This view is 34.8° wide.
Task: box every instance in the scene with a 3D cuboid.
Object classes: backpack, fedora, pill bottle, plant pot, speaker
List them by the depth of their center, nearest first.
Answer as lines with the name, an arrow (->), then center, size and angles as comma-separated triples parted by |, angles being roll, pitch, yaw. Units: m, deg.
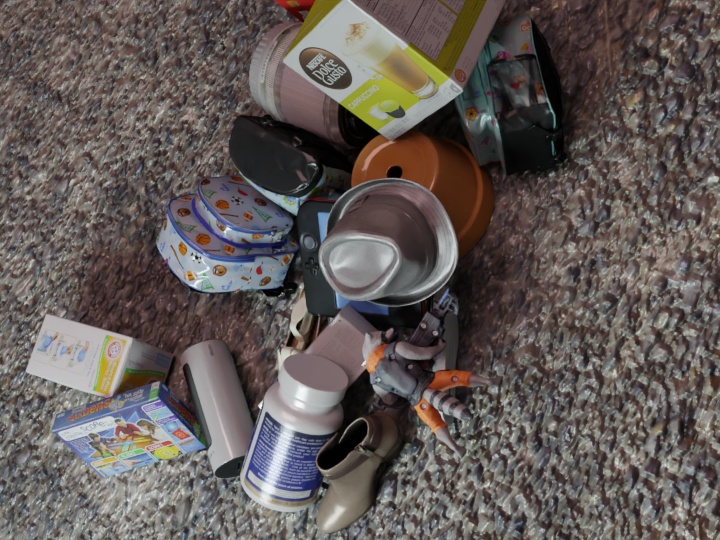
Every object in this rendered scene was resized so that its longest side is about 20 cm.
fedora -> 0.021, -0.024, 1.520 | 0.199, 0.090, 0.178 | -10, 105, 36
pill bottle -> -0.089, 0.223, 1.592 | 0.115, 0.115, 0.201 | 35, 119, 32
backpack -> 0.208, -0.253, 1.619 | 0.152, 0.176, 0.202 | -5, 67, 14
plant pot -> 0.077, -0.116, 1.663 | 0.199, 0.140, 0.202 | -9, 69, 24
backpack -> -0.089, -0.148, 1.723 | 0.163, 0.200, 0.155 | 30, 111, 23
speaker -> -0.209, 0.209, 1.738 | 0.081, 0.081, 0.201 | -30, 62, 16
backpack -> -0.206, -0.050, 1.747 | 0.200, 0.190, 0.155 | 42, 131, 33

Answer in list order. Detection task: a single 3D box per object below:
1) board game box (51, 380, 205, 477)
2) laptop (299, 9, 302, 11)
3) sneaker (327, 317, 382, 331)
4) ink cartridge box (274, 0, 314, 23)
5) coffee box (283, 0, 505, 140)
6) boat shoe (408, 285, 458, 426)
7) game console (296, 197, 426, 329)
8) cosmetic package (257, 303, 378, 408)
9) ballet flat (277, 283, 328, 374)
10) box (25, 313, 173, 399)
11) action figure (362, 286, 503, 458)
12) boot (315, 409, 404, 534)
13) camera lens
board game box -> -0.353, 0.246, 1.766 | 0.199, 0.136, 0.035 | -18, 41, 20
laptop -> -0.027, -0.464, 1.793 | 0.176, 0.200, 0.104 | 1, 80, 18
sneaker -> 0.000, 0.000, 1.680 | 0.081, 0.070, 0.202 | 7, 107, 27
ink cartridge box -> -0.015, -0.384, 1.790 | 0.199, 0.161, 0.051 | -2, 75, 29
coffee box -> 0.048, -0.335, 1.548 | 0.199, 0.197, 0.201 | -27, 33, 58
boat shoe -> 0.095, 0.120, 1.612 | 0.070, 0.072, 0.202 | -2, 74, 23
game console -> 0.000, -0.011, 1.612 | 0.199, 0.031, 0.178 | 7, 107, 32
cosmetic package -> -0.054, 0.146, 1.646 | 0.082, 0.051, 0.200 | 40, 114, -3
ballet flat -> -0.091, 0.107, 1.717 | 0.068, 0.067, 0.202 | 6, 76, 30
box -> -0.418, 0.149, 1.845 | 0.199, 0.112, 0.102 | 11, 78, 34
action figure -> 0.088, 0.125, 1.527 | 0.193, 0.104, 0.201 | 28, 103, 19
boot -> -0.020, 0.275, 1.576 | 0.070, 0.146, 0.200 | 39, 94, 29
camera lens -> -0.053, -0.288, 1.777 | 0.199, 0.160, 0.161 | 26, 86, 32
